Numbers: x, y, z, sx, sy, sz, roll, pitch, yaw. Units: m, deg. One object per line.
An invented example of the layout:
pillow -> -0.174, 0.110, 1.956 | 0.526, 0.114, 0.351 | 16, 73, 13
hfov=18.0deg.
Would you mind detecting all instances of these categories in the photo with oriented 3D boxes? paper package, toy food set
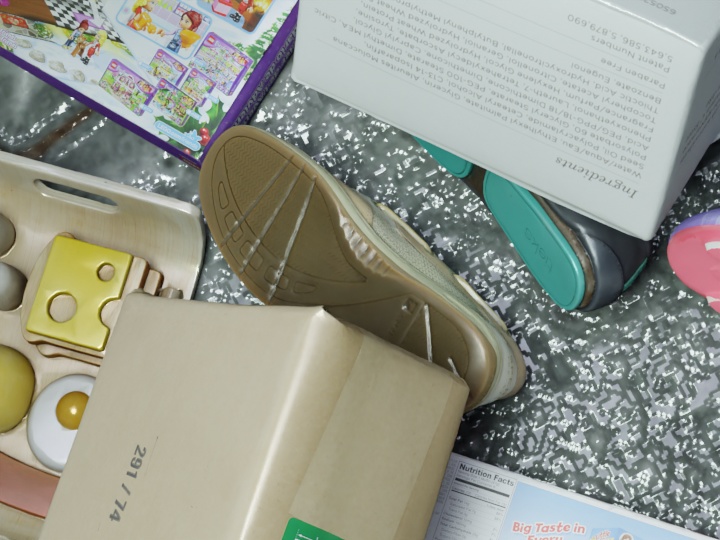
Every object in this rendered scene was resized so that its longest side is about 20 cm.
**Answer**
paper package -> -0.061, 0.119, 1.052 | 0.103, 0.190, 0.201 | 26, 77, -30
toy food set -> -0.174, 0.044, 1.160 | 0.143, 0.060, 0.201 | 14, 79, 13

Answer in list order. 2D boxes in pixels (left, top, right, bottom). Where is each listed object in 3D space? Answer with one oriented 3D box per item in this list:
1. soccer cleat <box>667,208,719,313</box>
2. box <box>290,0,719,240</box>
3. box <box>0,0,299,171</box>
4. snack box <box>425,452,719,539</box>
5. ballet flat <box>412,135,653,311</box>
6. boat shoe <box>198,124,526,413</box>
soccer cleat -> 0.252, -0.013, 1.114 | 0.199, 0.067, 0.077 | 2, 45, 15
box -> 0.100, -0.153, 1.090 | 0.199, 0.131, 0.199 | 25, 50, 14
box -> -0.127, -0.156, 1.214 | 0.200, 0.039, 0.137 | 30, 84, 15
snack box -> 0.099, 0.145, 1.109 | 0.199, 0.024, 0.072 | 17, 78, 13
ballet flat -> 0.077, -0.064, 1.150 | 0.073, 0.073, 0.200 | -37, 67, -2
boat shoe -> 0.000, 0.000, 1.143 | 0.200, 0.065, 0.072 | 40, 109, 23
